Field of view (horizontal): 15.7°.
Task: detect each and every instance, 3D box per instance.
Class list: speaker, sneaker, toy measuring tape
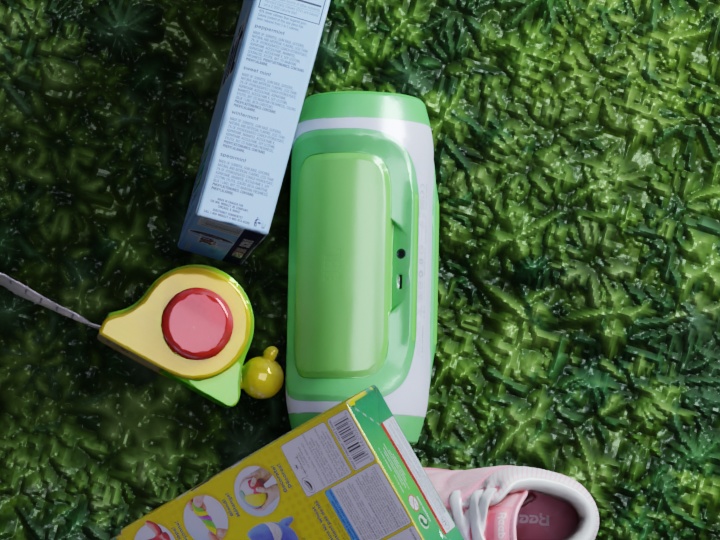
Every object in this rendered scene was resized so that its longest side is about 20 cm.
[{"bbox_3d":[0.000,0.000,1.532,0.088,0.088,0.201,2,84,-8],"label":"speaker"},{"bbox_3d":[0.044,0.150,1.515,0.199,0.105,0.076,-5,87,-7],"label":"sneaker"},{"bbox_3d":[-0.129,0.013,1.522,0.199,0.074,0.074,29,81,-5],"label":"toy measuring tape"}]

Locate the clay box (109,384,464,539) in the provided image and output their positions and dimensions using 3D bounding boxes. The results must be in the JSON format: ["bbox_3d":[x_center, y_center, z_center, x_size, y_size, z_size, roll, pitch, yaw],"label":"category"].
[{"bbox_3d":[-0.048,0.162,1.493,0.199,0.048,0.115,-30,89,27],"label":"clay box"}]

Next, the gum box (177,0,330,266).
[{"bbox_3d":[-0.055,-0.112,1.492,0.044,0.170,0.201,16,83,-5],"label":"gum box"}]
